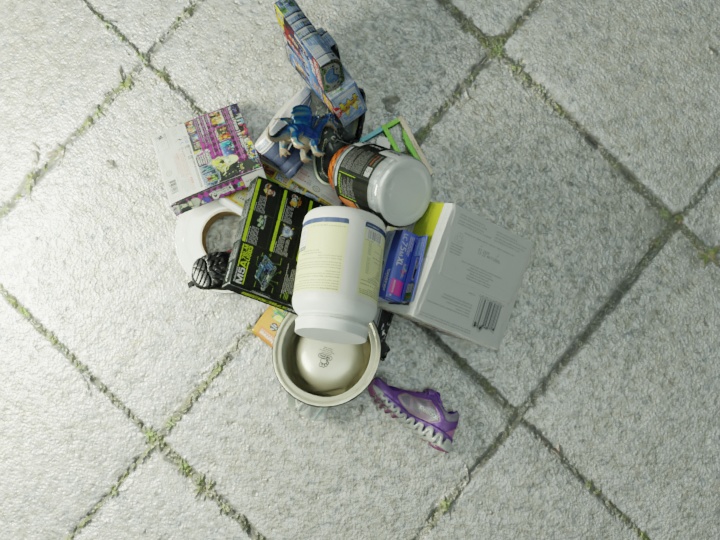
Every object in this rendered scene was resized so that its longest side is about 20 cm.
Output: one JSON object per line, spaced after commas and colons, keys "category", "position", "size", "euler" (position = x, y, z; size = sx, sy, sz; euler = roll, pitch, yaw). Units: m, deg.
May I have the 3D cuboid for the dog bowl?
{"category": "dog bowl", "position": [-0.056, 0.150, 1.497], "size": [0.195, 0.074, 0.205], "euler": [-2, 71, 6]}

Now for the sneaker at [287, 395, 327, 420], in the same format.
{"category": "sneaker", "position": [-0.057, 0.189, 1.574], "size": [0.080, 0.070, 0.202], "euler": [38, 78, -26]}

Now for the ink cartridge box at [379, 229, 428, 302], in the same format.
{"category": "ink cartridge box", "position": [0.038, -0.007, 1.457], "size": [0.041, 0.199, 0.122], "euler": [21, 79, -30]}

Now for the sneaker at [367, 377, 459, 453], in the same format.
{"category": "sneaker", "position": [0.106, 0.254, 1.573], "size": [0.199, 0.080, 0.089], "euler": [36, 78, -6]}

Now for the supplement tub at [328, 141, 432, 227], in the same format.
{"category": "supplement tub", "position": [0.028, -0.158, 1.478], "size": [0.120, 0.199, 0.125], "euler": [-11, 113, -28]}

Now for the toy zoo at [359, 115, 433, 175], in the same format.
{"category": "toy zoo", "position": [0.026, -0.195, 1.620], "size": [0.198, 0.020, 0.133], "euler": [-31, 89, -5]}

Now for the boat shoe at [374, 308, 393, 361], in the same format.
{"category": "boat shoe", "position": [0.028, 0.138, 1.580], "size": [0.065, 0.070, 0.204], "euler": [16, 81, -18]}

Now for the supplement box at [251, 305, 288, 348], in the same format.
{"category": "supplement box", "position": [-0.120, 0.054, 1.572], "size": [0.066, 0.069, 0.202], "euler": [35, 87, 2]}

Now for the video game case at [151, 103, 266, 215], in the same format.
{"category": "video game case", "position": [-0.282, -0.209, 1.538], "size": [0.178, 0.036, 0.202], "euler": [-23, 51, -5]}

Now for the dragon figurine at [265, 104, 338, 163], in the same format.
{"category": "dragon figurine", "position": [-0.113, -0.253, 1.474], "size": [0.058, 0.198, 0.102], "euler": [-20, 73, 37]}

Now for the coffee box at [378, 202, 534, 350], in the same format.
{"category": "coffee box", "position": [0.153, 0.004, 1.500], "size": [0.197, 0.197, 0.204], "euler": [22, 85, -28]}

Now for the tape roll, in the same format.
{"category": "tape roll", "position": [-0.247, -0.058, 1.568], "size": [0.198, 0.071, 0.207], "euler": [0, 87, -3]}

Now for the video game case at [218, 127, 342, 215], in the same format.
{"category": "video game case", "position": [-0.135, -0.147, 1.550], "size": [0.198, 0.023, 0.184], "euler": [31, 61, -2]}

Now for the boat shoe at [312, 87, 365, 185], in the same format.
{"category": "boat shoe", "position": [-0.032, -0.258, 1.571], "size": [0.074, 0.066, 0.202], "euler": [31, 65, -20]}

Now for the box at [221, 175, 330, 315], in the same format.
{"category": "box", "position": [-0.126, -0.036, 1.455], "size": [0.190, 0.047, 0.204], "euler": [19, 71, -22]}

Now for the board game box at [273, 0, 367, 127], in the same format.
{"category": "board game box", "position": [-0.067, -0.373, 1.516], "size": [0.061, 0.200, 0.201], "euler": [-35, 77, -6]}

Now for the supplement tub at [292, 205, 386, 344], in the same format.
{"category": "supplement tub", "position": [-0.037, 0.010, 1.386], "size": [0.142, 0.145, 0.205], "euler": [8, 75, -3]}

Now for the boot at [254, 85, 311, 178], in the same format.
{"category": "boot", "position": [-0.122, -0.258, 1.565], "size": [0.090, 0.072, 0.202], "euler": [44, 47, -18]}

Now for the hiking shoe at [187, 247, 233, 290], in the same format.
{"category": "hiking shoe", "position": [-0.212, -0.011, 1.490], "size": [0.196, 0.100, 0.077], "euler": [-11, 84, -24]}
